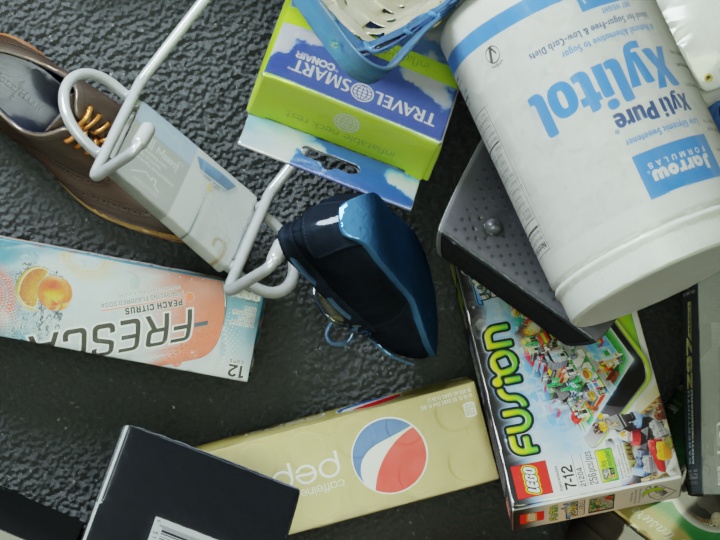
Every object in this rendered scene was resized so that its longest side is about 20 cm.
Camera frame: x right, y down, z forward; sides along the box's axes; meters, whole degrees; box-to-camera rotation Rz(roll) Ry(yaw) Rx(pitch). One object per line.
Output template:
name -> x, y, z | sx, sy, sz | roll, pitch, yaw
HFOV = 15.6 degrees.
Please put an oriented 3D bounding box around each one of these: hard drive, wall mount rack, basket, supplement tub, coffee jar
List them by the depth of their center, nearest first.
basket -> -0.008, -0.213, 1.557 | 0.139, 0.200, 0.176 | -34, 96, 40
supplement tub -> 0.143, -0.082, 1.577 | 0.132, 0.132, 0.200 | -25, 79, -2
wall mount rack -> -0.085, -0.085, 1.648 | 0.200, 0.174, 0.075 | 41, 133, -20
hard drive -> 0.134, -0.052, 1.674 | 0.135, 0.042, 0.200 | 35, 55, -4
coffee jar -> 0.226, 0.127, 1.707 | 0.104, 0.085, 0.200 | 38, 89, -7

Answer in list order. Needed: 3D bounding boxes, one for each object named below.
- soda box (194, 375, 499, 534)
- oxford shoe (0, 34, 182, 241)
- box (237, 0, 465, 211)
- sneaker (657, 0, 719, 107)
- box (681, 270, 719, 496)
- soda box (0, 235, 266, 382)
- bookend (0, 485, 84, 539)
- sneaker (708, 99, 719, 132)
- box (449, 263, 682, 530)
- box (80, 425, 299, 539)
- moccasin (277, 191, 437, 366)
soda box -> -0.016, 0.126, 1.706 | 0.200, 0.064, 0.068 | -15, 92, -3
oxford shoe -> -0.173, -0.080, 1.679 | 0.200, 0.073, 0.071 | 31, 90, -3
box -> 0.008, -0.143, 1.654 | 0.122, 0.048, 0.200 | 21, 52, -3
sneaker -> 0.275, -0.135, 1.713 | 0.200, 0.074, 0.116 | 40, 91, 7
box -> 0.302, 0.062, 1.641 | 0.199, 0.051, 0.158 | -1, 85, -5
soda box -> -0.162, 0.022, 1.691 | 0.200, 0.068, 0.064 | 10, 91, -4
bookend -> -0.282, 0.170, 1.626 | 0.198, 0.200, 0.092 | 24, 90, -4
sneaker -> 0.309, -0.055, 1.677 | 0.200, 0.111, 0.077 | 34, 56, -13
box -> 0.128, 0.060, 1.679 | 0.110, 0.035, 0.200 | -12, 63, -3
box -> -0.136, 0.241, 1.597 | 0.124, 0.200, 0.197 | 21, 128, -5
moccasin -> 0.000, 0.000, 1.651 | 0.068, 0.200, 0.081 | -11, 61, 13
